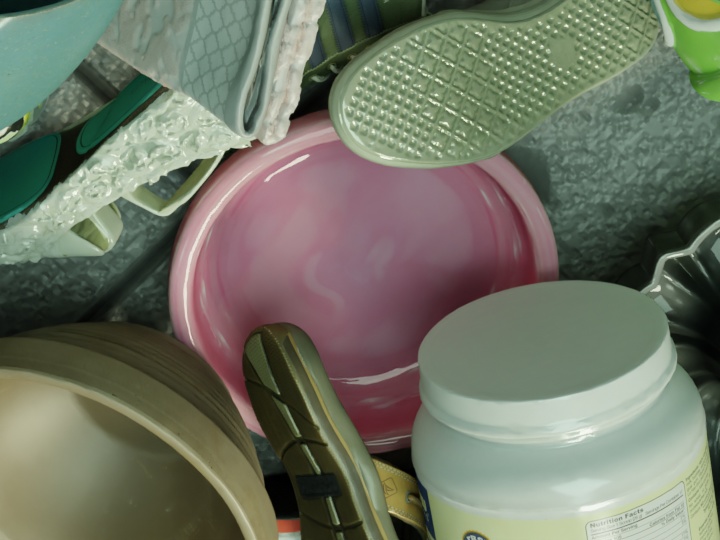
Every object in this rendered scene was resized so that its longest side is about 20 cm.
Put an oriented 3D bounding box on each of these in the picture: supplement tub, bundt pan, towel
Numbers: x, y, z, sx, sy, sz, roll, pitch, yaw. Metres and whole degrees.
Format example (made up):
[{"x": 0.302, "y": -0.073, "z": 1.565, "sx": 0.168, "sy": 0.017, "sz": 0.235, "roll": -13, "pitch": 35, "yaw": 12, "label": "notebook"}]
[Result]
[{"x": 0.104, "y": 0.121, "z": 1.210, "sx": 0.144, "sy": 0.145, "sz": 0.201, "roll": -13, "pitch": 115, "yaw": -5, "label": "supplement tub"}, {"x": 0.216, "y": 0.044, "z": 1.308, "sx": 0.201, "sy": 0.076, "sz": 0.203, "roll": -3, "pitch": 112, "yaw": -8, "label": "bundt pan"}, {"x": -0.067, "y": -0.176, "z": 1.048, "sx": 0.032, "sy": 0.191, "sz": 0.201, "roll": 3, "pitch": 112, "yaw": -37, "label": "towel"}]

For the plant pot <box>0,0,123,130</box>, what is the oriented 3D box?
[{"x": -0.198, "y": -0.126, "z": 1.048, "sx": 0.199, "sy": 0.201, "sz": 0.135, "roll": 9, "pitch": 135, "yaw": -13, "label": "plant pot"}]

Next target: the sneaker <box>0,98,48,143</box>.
[{"x": -0.205, "y": -0.149, "z": 1.157, "sx": 0.075, "sy": 0.076, "sz": 0.200, "roll": -31, "pitch": 111, "yaw": 5, "label": "sneaker"}]

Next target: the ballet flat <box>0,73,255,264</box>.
[{"x": -0.125, "y": -0.042, "z": 1.187, "sx": 0.200, "sy": 0.072, "sz": 0.072, "roll": -30, "pitch": 116, "yaw": 31, "label": "ballet flat"}]

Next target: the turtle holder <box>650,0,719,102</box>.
[{"x": 0.191, "y": -0.148, "z": 1.179, "sx": 0.141, "sy": 0.185, "sz": 0.132, "roll": -24, "pitch": 104, "yaw": 48, "label": "turtle holder"}]

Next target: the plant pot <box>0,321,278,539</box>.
[{"x": -0.126, "y": 0.093, "z": 1.238, "sx": 0.200, "sy": 0.093, "sz": 0.201, "roll": 14, "pitch": 135, "yaw": 14, "label": "plant pot"}]

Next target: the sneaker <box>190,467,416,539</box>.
[{"x": 0.010, "y": 0.164, "z": 1.323, "sx": 0.201, "sy": 0.067, "sz": 0.108, "roll": -7, "pitch": 108, "yaw": -11, "label": "sneaker"}]

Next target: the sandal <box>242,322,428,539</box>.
[{"x": 0.000, "y": 0.112, "z": 1.241, "sx": 0.054, "sy": 0.080, "sz": 0.201, "roll": -28, "pitch": 103, "yaw": -31, "label": "sandal"}]

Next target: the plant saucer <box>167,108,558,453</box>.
[{"x": 0.000, "y": 0.000, "z": 1.255, "sx": 0.200, "sy": 0.051, "sz": 0.201, "roll": -4, "pitch": 121, "yaw": -6, "label": "plant saucer"}]

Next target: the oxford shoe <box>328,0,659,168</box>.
[{"x": 0.061, "y": -0.100, "z": 1.196, "sx": 0.200, "sy": 0.058, "sz": 0.075, "roll": -26, "pitch": 109, "yaw": -33, "label": "oxford shoe"}]

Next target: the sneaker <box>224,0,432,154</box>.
[{"x": -0.003, "y": -0.126, "z": 1.206, "sx": 0.090, "sy": 0.067, "sz": 0.200, "roll": 31, "pitch": 102, "yaw": -17, "label": "sneaker"}]
